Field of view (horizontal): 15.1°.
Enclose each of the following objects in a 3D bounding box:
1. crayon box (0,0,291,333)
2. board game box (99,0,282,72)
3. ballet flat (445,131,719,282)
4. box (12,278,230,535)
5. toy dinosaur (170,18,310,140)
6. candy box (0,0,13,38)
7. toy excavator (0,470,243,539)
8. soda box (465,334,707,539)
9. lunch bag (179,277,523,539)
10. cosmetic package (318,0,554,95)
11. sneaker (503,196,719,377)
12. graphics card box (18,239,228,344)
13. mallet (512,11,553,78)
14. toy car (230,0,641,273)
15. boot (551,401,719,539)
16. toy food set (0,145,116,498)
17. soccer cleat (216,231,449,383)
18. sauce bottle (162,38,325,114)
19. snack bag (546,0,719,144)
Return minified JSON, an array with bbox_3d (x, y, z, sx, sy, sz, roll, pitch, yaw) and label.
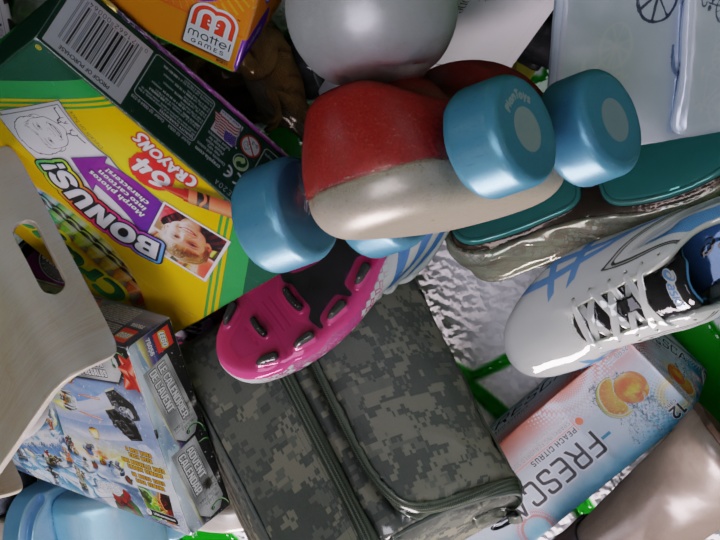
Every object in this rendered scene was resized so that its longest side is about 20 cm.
[{"bbox_3d":[-0.142,-0.058,1.584,0.200,0.058,0.172,40,143,-16],"label":"crayon box"},{"bbox_3d":[-0.100,-0.278,1.530,0.199,0.200,0.201,25,134,4],"label":"board game box"},{"bbox_3d":[0.149,-0.041,1.673,0.199,0.068,0.062,-14,142,17],"label":"ballet flat"},{"bbox_3d":[-0.175,0.076,1.681,0.199,0.040,0.138,15,131,44],"label":"box"},{"bbox_3d":[-0.066,-0.136,1.647,0.106,0.060,0.201,-15,75,-20],"label":"toy dinosaur"},{"bbox_3d":[-0.274,-0.146,1.698,0.136,0.061,0.201,13,119,49],"label":"candy box"},{"bbox_3d":[-0.132,0.162,1.791,0.199,0.194,0.101,9,117,42],"label":"toy excavator"},{"bbox_3d":[0.127,0.111,1.732,0.068,0.064,0.200,45,116,-6],"label":"soda box"},{"bbox_3d":[-0.008,0.100,1.691,0.167,0.139,0.201,-25,71,-8],"label":"lunch bag"},{"bbox_3d":[0.053,-0.142,1.596,0.082,0.051,0.200,0,148,-26],"label":"cosmetic package"},{"bbox_3d":[0.169,0.010,1.615,0.199,0.072,0.072,-26,96,20],"label":"sneaker"},{"bbox_3d":[-0.150,0.005,1.736,0.125,0.051,0.200,38,130,-16],"label":"graphics card box"},{"bbox_3d":[0.089,-0.083,1.682,0.065,0.041,0.201,23,120,3],"label":"mallet"},{"bbox_3d":[0.024,-0.121,1.486,0.184,0.176,0.201,-18,84,37],"label":"toy car"},{"bbox_3d":[0.173,0.153,1.673,0.146,0.200,0.070,-32,72,5],"label":"boot"},{"bbox_3d":[-0.212,0.034,1.616,0.144,0.060,0.200,61,145,15],"label":"toy food set"},{"bbox_3d":[0.000,0.000,1.634,0.200,0.086,0.070,-45,64,-3],"label":"soccer cleat"},{"bbox_3d":[-0.117,-0.110,1.704,0.199,0.066,0.066,-9,109,19],"label":"sauce bottle"},{"bbox_3d":[0.189,-0.161,1.560,0.199,0.021,0.190,-10,117,-29],"label":"snack bag"}]
